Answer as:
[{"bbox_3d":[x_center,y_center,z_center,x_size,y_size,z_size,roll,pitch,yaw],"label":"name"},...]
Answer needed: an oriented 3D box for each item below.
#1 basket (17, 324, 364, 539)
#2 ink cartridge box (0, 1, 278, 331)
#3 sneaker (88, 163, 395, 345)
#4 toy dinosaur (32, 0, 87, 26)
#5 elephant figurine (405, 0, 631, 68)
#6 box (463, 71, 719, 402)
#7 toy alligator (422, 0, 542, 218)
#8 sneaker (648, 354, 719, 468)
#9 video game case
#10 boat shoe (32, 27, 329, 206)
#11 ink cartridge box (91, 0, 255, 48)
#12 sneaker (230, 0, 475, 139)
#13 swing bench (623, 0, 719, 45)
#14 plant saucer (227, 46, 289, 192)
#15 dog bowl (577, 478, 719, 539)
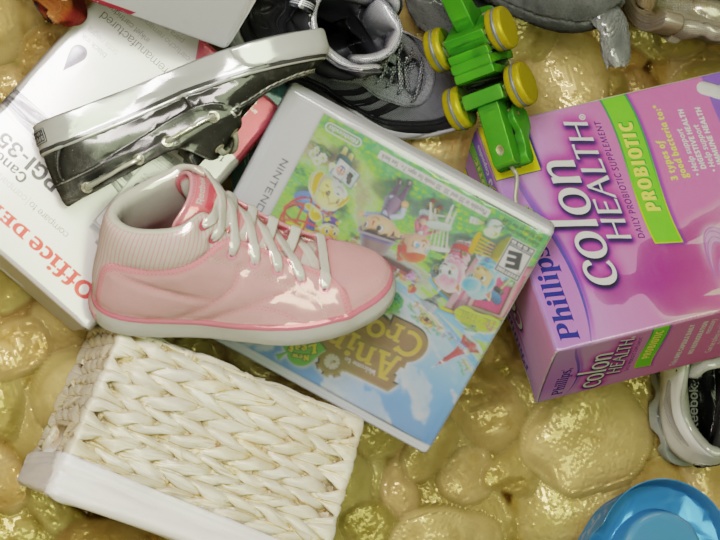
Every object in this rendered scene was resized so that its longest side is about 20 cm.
[{"bbox_3d":[-0.111,0.122,1.665,0.200,0.136,0.124,21,83,-15],"label":"basket"},{"bbox_3d":[-0.174,-0.077,1.666,0.146,0.083,0.200,41,82,-8],"label":"ink cartridge box"},{"bbox_3d":[-0.073,-0.013,1.584,0.200,0.075,0.105,-1,131,-7],"label":"sneaker"},{"bbox_3d":[-0.235,-0.241,1.622,0.181,0.105,0.200,32,80,3],"label":"toy dinosaur"},{"bbox_3d":[0.078,-0.229,1.728,0.200,0.155,0.142,-4,118,-8],"label":"elephant figurine"},{"bbox_3d":[0.193,-0.026,1.726,0.200,0.097,0.176,-13,67,-10],"label":"box"},{"bbox_3d":[0.094,-0.111,1.675,0.059,0.054,0.200,-19,91,25],"label":"toy alligator"},{"bbox_3d":[0.243,0.043,1.787,0.074,0.089,0.200,-12,92,-14],"label":"sneaker"},{"bbox_3d":[0.000,0.000,1.658,0.200,0.022,0.182,28,107,-1],"label":"video game case"},{"bbox_3d":[-0.109,-0.099,1.605,0.200,0.071,0.064,-22,92,-3],"label":"boat shoe"},{"bbox_3d":[-0.124,-0.274,1.597,0.145,0.200,0.145,17,127,-20],"label":"ink cartridge box"},{"bbox_3d":[0.013,-0.143,1.696,0.200,0.114,0.076,21,80,-27],"label":"sneaker"},{"bbox_3d":[0.303,-0.246,1.784,0.199,0.130,0.200,11,93,-16],"label":"swing bench"},{"bbox_3d":[-0.058,-0.114,1.739,0.070,0.019,0.200,-4,90,-16],"label":"plant saucer"},{"bbox_3d":[0.186,0.243,1.778,0.111,0.050,0.200,37,72,-15],"label":"dog bowl"}]
